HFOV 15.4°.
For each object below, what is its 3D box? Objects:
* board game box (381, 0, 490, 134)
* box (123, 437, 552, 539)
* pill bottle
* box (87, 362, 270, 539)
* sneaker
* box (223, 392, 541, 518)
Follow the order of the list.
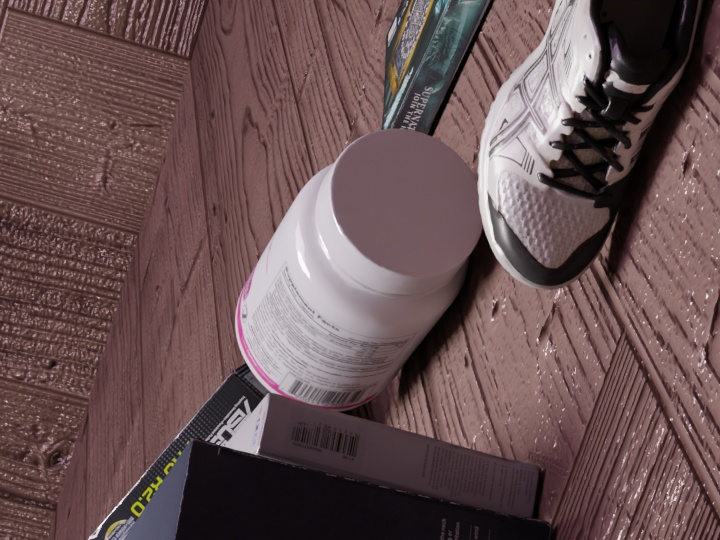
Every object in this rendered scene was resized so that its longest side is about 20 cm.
[{"bbox_3d":[0.059,-0.187,1.796,0.135,0.028,0.200,-87,16,-46],"label":"board game box"},{"bbox_3d":[-0.027,0.180,1.309,0.200,0.182,0.104,124,158,-62],"label":"box"},{"bbox_3d":[0.000,0.000,1.610,0.200,0.113,0.114,125,158,-60],"label":"pill bottle"},{"bbox_3d":[-0.092,0.120,1.791,0.160,0.044,0.200,-49,-5,14],"label":"box"},{"bbox_3d":[0.110,-0.085,1.255,0.088,0.075,0.200,-128,53,-77],"label":"sneaker"},{"bbox_3d":[-0.006,0.123,1.381,0.200,0.144,0.036,130,155,-67],"label":"box"}]
